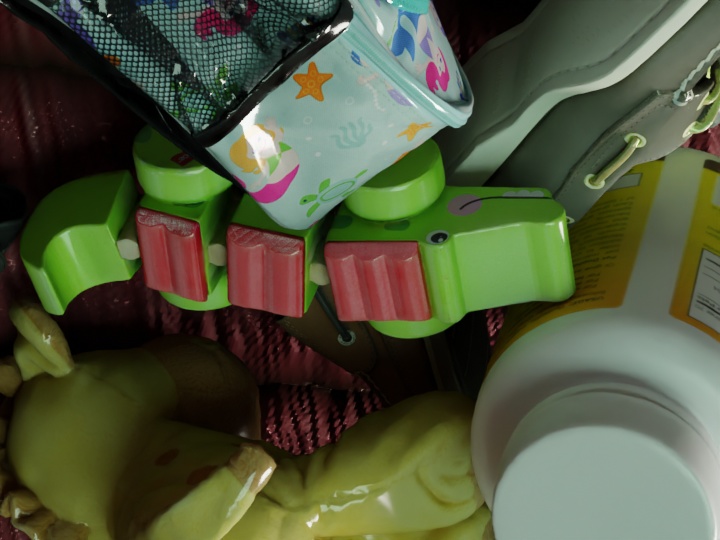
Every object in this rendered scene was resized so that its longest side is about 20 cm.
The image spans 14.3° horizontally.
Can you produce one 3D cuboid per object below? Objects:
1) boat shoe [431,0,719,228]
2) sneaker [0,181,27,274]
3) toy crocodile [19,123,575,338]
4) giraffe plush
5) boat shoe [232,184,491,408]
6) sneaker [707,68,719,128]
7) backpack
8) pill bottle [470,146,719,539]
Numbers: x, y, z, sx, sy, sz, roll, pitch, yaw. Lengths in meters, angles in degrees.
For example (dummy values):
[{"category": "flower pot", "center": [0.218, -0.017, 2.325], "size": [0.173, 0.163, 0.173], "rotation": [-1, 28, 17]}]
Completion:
[{"category": "boat shoe", "center": [0.090, -0.070, 0.994], "size": [0.060, 0.072, 0.202], "rotation": [24, 145, -19]}, {"category": "sneaker", "center": [-0.160, 0.005, 1.040], "size": [0.104, 0.060, 0.200], "rotation": [-26, 127, 2]}, {"category": "toy crocodile", "center": [-0.023, -0.009, 1.014], "size": [0.199, 0.062, 0.068], "rotation": [6, 129, 14]}, {"category": "giraffe plush", "center": [-0.066, 0.089, 1.088], "size": [0.199, 0.162, 0.173], "rotation": [2, 117, -46]}, {"category": "boat shoe", "center": [0.000, 0.000, 1.107], "size": [0.068, 0.072, 0.201], "rotation": [-12, 127, 14]}, {"category": "sneaker", "center": [0.105, -0.129, 1.040], "size": [0.076, 0.076, 0.200], "rotation": [-12, 141, 6]}, {"category": "backpack", "center": [-0.042, -0.118, 0.926], "size": [0.150, 0.178, 0.200], "rotation": [-32, 135, 9]}, {"category": "pill bottle", "center": [0.102, 0.041, 1.046], "size": [0.109, 0.200, 0.110], "rotation": [6, 118, 11]}]
